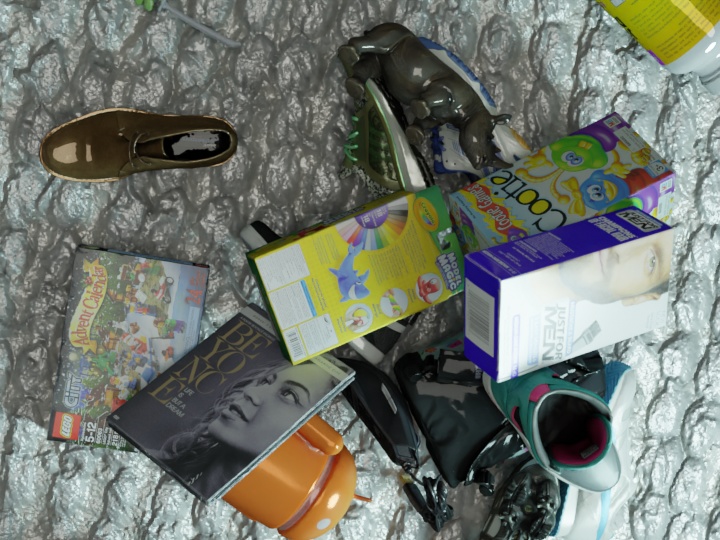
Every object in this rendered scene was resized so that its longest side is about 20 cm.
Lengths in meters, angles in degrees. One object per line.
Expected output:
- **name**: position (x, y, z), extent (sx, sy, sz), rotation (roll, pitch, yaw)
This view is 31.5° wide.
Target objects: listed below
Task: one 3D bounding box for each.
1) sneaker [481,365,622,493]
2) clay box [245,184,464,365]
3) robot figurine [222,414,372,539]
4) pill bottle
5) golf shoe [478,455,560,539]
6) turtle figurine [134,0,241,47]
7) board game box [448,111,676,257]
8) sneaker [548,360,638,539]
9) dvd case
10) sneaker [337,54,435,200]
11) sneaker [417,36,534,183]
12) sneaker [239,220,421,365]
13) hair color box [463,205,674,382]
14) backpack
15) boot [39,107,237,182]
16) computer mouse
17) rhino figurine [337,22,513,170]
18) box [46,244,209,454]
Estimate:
- **sneaker**: position (0.206, 0.162, 1.212), extent (0.084, 0.121, 0.200), rotation (-46, 115, 0)
- **clay box**: position (0.000, 0.000, 1.254), extent (0.199, 0.048, 0.115), rotation (-22, 102, -14)
- **robot figurine**: position (-0.086, 0.196, 1.292), extent (0.200, 0.117, 0.144), rotation (35, 91, -13)
- **pill bottle**: position (0.319, -0.273, 1.305), extent (0.200, 0.104, 0.104), rotation (42, 89, -9)
- **golf shoe**: position (0.165, 0.281, 1.358), extent (0.077, 0.095, 0.201), rotation (26, 118, 4)
- **turtle figurine**: position (-0.225, -0.305, 1.215), extent (0.193, 0.144, 0.201), rotation (-11, 93, -2)
- **board game box**: position (0.201, -0.054, 1.278), extent (0.199, 0.103, 0.105), rotation (-27, 53, -13)
- **sneaker**: position (0.258, 0.194, 1.364), extent (0.080, 0.077, 0.201), rotation (14, 100, -17)
- **dvd case**: position (-0.125, 0.124, 1.243), extent (0.200, 0.148, 0.016), rotation (-39, 144, -30)
- **sneaker**: position (0.009, -0.127, 1.303), extent (0.088, 0.077, 0.201), rotation (-23, 94, 12)
- **sneaker**: position (0.100, -0.144, 1.305), extent (0.088, 0.075, 0.200), rotation (-40, 98, -1)
- **sneaker**: position (-0.021, -0.007, 1.310), extent (0.200, 0.073, 0.112), rotation (43, 85, -16)
- **hair color box**: position (0.195, 0.020, 1.194), extent (0.199, 0.065, 0.110), rotation (-17, 121, -25)
- **backpack**: position (0.146, 0.112, 1.311), extent (0.199, 0.127, 0.168), rotation (-26, 110, -5)
- **boot**: position (-0.222, -0.126, 1.267), extent (0.199, 0.075, 0.074), rotation (-6, 98, -5)
- **computer mouse**: position (0.043, 0.175, 1.320), extent (0.046, 0.141, 0.200), rotation (-32, 60, -12)
- **rhino figurine**: position (0.072, -0.166, 1.235), extent (0.200, 0.060, 0.088), rotation (39, 51, 1)
- **box**: position (-0.236, 0.083, 1.303), extent (0.136, 0.038, 0.201), rotation (9, 94, -8)
